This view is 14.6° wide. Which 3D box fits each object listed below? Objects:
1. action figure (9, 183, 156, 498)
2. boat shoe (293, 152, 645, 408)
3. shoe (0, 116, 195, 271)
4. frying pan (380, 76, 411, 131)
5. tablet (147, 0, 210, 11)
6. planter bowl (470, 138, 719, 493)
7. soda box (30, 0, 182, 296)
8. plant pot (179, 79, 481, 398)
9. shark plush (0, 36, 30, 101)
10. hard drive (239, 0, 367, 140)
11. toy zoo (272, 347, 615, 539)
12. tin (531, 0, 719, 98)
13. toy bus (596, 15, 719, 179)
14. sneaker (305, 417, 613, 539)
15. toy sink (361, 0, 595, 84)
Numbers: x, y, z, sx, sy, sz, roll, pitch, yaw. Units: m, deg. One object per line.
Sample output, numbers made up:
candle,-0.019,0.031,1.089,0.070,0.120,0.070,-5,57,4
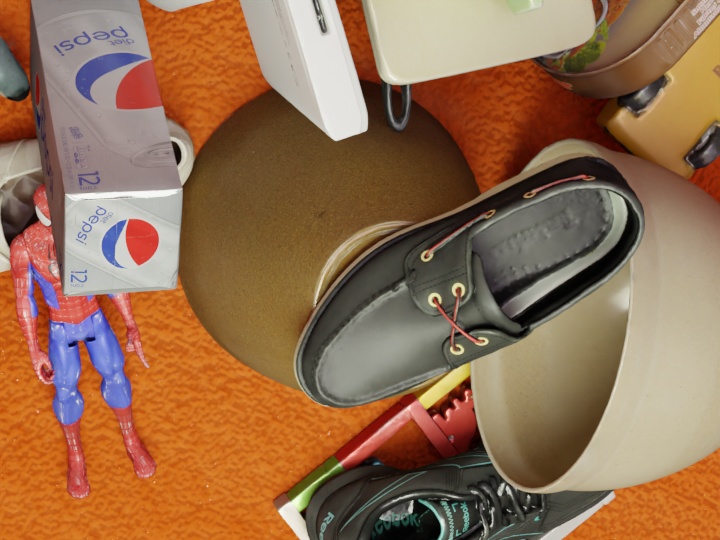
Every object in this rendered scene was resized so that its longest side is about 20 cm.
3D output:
action figure,-0.159,0.037,1.601,0.065,0.052,0.201,-14,121,-7
boat shoe,0.055,0.008,1.455,0.201,0.063,0.074,-32,109,-2
shoe,-0.188,-0.042,1.605,0.199,0.053,0.070,-21,105,-7
frying pan,0.005,-0.184,1.548,0.114,0.031,0.191,19,86,-14
tablet,-0.129,-0.183,1.513,0.130,0.200,0.014,36,80,-16
planter bowl,0.165,0.032,1.614,0.134,0.200,0.201,7,100,-23
soda box,-0.141,-0.073,1.529,0.063,0.200,0.069,-3,127,-11
plant pot,0.000,0.000,1.577,0.185,0.200,0.187,-3,103,-11
shark plush,-0.243,-0.149,1.548,0.090,0.083,0.201,-8,102,6
hard drive,-0.042,-0.151,1.535,0.027,0.200,0.132,-19,105,-8
toy zoo,0.064,0.129,1.710,0.200,0.020,0.131,-39,106,-2
tin,0.176,-0.185,1.620,0.200,0.112,0.042,-48,132,2
toy bus,0.219,-0.147,1.652,0.065,0.078,0.200,40,92,-19
sneaker,0.070,0.140,1.662,0.199,0.079,0.076,-17,103,-10
toy sink,0.063,-0.209,1.487,0.130,0.112,0.201,-12,93,-15
